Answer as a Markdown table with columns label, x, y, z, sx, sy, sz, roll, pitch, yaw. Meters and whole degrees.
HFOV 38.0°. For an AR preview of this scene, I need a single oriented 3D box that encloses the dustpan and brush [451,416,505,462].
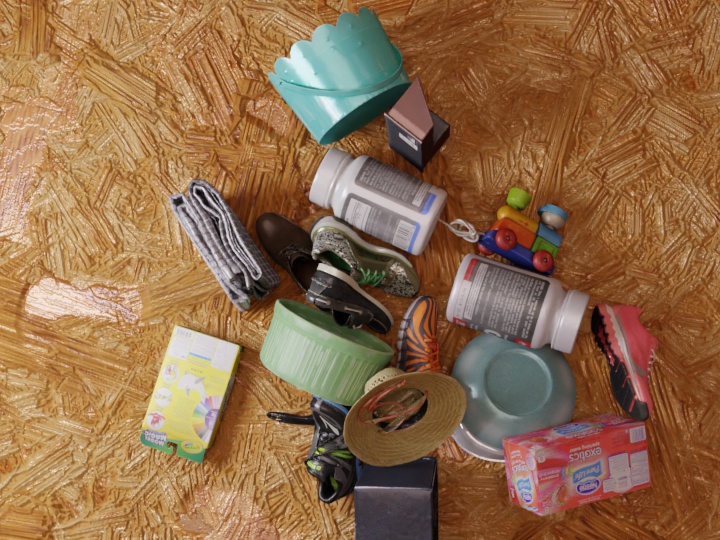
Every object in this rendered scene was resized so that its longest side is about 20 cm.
| label | x | y | z | sx | sy | sz | roll | pitch | yaw |
| --- | --- | --- | --- | --- | --- | --- | --- | --- | --- |
| dustpan and brush | 0.169 | 0.243 | 1.653 | 0.199 | 0.057 | 0.140 | -8 | 70 | -6 |

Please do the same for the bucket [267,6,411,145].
| label | x | y | z | sx | sy | sz | roll | pitch | yaw |
| --- | --- | --- | --- | --- | --- | --- | --- | --- | --- |
| bucket | -0.026 | -0.301 | 1.647 | 0.207 | 0.207 | 0.135 | -33 | 87 | 1 |

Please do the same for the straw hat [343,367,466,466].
| label | x | y | z | sx | sy | sz | roll | pitch | yaw |
| --- | --- | --- | --- | --- | --- | --- | --- | --- | --- |
| straw hat | 0.052 | 0.191 | 1.546 | 0.201 | 0.201 | 0.085 | -32 | 44 | 1 |

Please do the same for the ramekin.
| label | x | y | z | sx | sy | sz | roll | pitch | yaw |
| --- | --- | --- | --- | --- | --- | --- | --- | --- | --- |
| ramekin | -0.057 | 0.128 | 1.611 | 0.200 | 0.200 | 0.098 | 25 | 95 | 6 |

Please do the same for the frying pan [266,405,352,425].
| label | x | y | z | sx | sy | sz | roll | pitch | yaw |
| --- | --- | --- | --- | --- | --- | --- | --- | --- | --- |
| frying pan | -0.046 | 0.255 | 1.671 | 0.190 | 0.031 | 0.115 | -11 | 117 | 30 |

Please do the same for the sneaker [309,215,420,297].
| label | x | y | z | sx | sy | sz | roll | pitch | yaw |
| --- | --- | --- | --- | --- | --- | --- | --- | --- | --- |
| sneaker | 0.000 | 0.000 | 1.648 | 0.200 | 0.089 | 0.077 | 29 | 131 | -8 |

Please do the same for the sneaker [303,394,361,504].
| label | x | y | z | sx | sy | sz | roll | pitch | yaw |
| --- | --- | --- | --- | --- | --- | --- | --- | --- | --- |
| sneaker | -0.046 | 0.278 | 1.607 | 0.071 | 0.083 | 0.200 | 20 | 129 | 37 |

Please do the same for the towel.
| label | x | y | z | sx | sy | sz | roll | pitch | yaw |
| --- | --- | --- | --- | --- | --- | --- | --- | --- | --- |
| towel | -0.210 | -0.039 | 1.652 | 0.085 | 0.166 | 0.200 | -33 | 83 | -5 |

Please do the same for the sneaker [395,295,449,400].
| label | x | y | z | sx | sy | sz | roll | pitch | yaw |
| --- | --- | --- | --- | --- | --- | --- | --- | --- | --- |
| sneaker | 0.114 | 0.145 | 1.632 | 0.112 | 0.077 | 0.201 | 15 | 98 | 42 |

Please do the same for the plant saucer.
| label | x | y | z | sx | sy | sz | roll | pitch | yaw |
| --- | --- | --- | --- | --- | --- | --- | --- | --- | --- |
| plant saucer | 0.241 | 0.178 | 1.627 | 0.200 | 0.039 | 0.202 | 1 | 69 | -3 |

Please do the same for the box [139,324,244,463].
| label | x | y | z | sx | sy | sz | roll | pitch | yaw |
| --- | --- | --- | --- | --- | --- | --- | --- | --- | --- |
| box | -0.273 | 0.201 | 1.695 | 0.117 | 0.048 | 0.201 | 18 | 84 | 6 |

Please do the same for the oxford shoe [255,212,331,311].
| label | x | y | z | sx | sy | sz | roll | pitch | yaw |
| --- | --- | --- | --- | --- | --- | --- | --- | --- | --- |
| oxford shoe | -0.101 | -0.027 | 1.676 | 0.073 | 0.084 | 0.200 | -43 | 71 | -3 |

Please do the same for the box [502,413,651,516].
| label | x | y | z | sx | sy | sz | roll | pitch | yaw |
| --- | --- | --- | --- | --- | --- | --- | --- | --- | --- |
| box | 0.325 | 0.288 | 1.569 | 0.199 | 0.095 | 0.103 | -10 | 95 | -22 |

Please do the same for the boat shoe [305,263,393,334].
| label | x | y | z | sx | sy | sz | roll | pitch | yaw |
| --- | --- | --- | --- | --- | --- | --- | --- | --- | --- |
| boat shoe | -0.017 | 0.059 | 1.620 | 0.072 | 0.200 | 0.068 | 14 | 74 | 37 |

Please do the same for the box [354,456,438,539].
| label | x | y | z | sx | sy | sz | roll | pitch | yaw |
| --- | --- | --- | --- | --- | --- | --- | --- | --- | --- |
| box | 0.057 | 0.396 | 1.563 | 0.117 | 0.197 | 0.201 | 0 | 93 | 6 |

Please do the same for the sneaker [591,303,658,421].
| label | x | y | z | sx | sy | sz | roll | pitch | yaw |
| --- | --- | --- | --- | --- | --- | --- | --- | --- | --- |
| sneaker | 0.424 | 0.132 | 1.605 | 0.087 | 0.074 | 0.201 | -8 | 58 | -7 |

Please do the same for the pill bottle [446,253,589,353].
| label | x | y | z | sx | sy | sz | roll | pitch | yaw |
| --- | --- | --- | --- | --- | --- | --- | --- | --- | --- |
| pill bottle | 0.244 | 0.054 | 1.620 | 0.199 | 0.114 | 0.114 | 18 | 87 | 13 |

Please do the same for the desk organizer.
| label | x | y | z | sx | sy | sz | roll | pitch | yaw |
| --- | --- | --- | --- | --- | --- | --- | --- | --- | --- |
| desk organizer | 0.091 | -0.223 | 1.625 | 0.072 | 0.200 | 0.077 | 39 | 87 | 7 |

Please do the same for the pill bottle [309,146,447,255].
| label | x | y | z | sx | sy | sz | roll | pitch | yaw |
| --- | --- | --- | --- | --- | --- | --- | --- | --- | --- |
| pill bottle | 0.027 | -0.114 | 1.663 | 0.200 | 0.114 | 0.114 | 25 | 87 | 6 |

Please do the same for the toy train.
| label | x | y | z | sx | sy | sz | roll | pitch | yaw |
| --- | --- | --- | --- | --- | --- | --- | --- | --- | --- |
| toy train | 0.228 | -0.081 | 1.642 | 0.200 | 0.085 | 0.116 | 29 | 75 | -12 |
